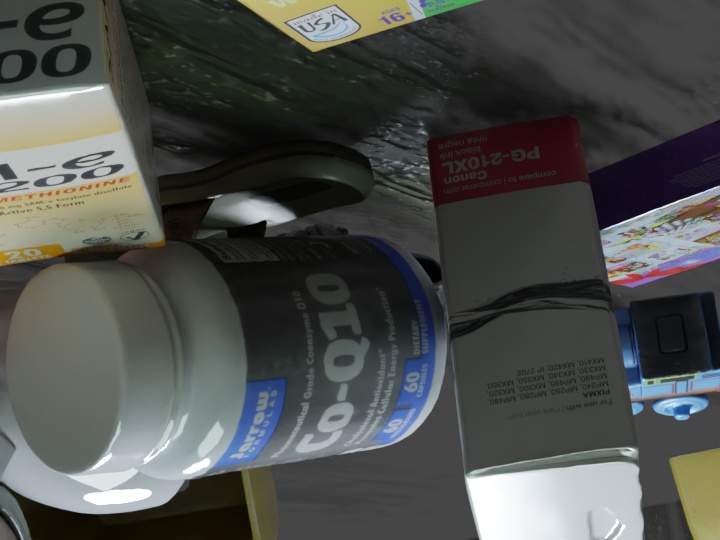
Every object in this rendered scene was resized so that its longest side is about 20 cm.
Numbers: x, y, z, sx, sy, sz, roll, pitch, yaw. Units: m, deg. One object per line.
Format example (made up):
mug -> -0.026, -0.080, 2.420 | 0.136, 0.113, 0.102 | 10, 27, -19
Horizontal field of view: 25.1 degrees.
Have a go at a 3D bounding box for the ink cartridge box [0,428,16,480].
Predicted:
ink cartridge box -> -0.292, 0.125, 0.815 | 0.200, 0.146, 0.084 | -2, 140, 34

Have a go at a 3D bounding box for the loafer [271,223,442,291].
loafer -> 0.000, 0.000, 0.985 | 0.063, 0.072, 0.200 | -32, 167, 11

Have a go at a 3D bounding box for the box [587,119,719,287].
box -> 0.195, -0.039, 0.958 | 0.137, 0.039, 0.200 | 8, 159, -43

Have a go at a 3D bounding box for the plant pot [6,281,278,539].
plant pot -> -0.151, 0.104, 1.056 | 0.199, 0.201, 0.176 | -11, 176, 10

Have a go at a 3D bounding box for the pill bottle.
pill bottle -> -0.062, 0.041, 0.787 | 0.200, 0.114, 0.114 | -4, 167, -45

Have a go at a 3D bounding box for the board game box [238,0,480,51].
board game box -> 0.005, -0.135, 0.500 | 0.153, 0.040, 0.200 | -14, 164, 22

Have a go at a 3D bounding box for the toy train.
toy train -> 0.203, 0.075, 1.315 | 0.199, 0.087, 0.114 | -7, 156, 8

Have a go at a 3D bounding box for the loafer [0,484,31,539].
loafer -> -0.204, 0.198, 0.917 | 0.072, 0.063, 0.200 | -6, 134, 9

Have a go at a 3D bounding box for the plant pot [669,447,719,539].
plant pot -> 0.575, 0.350, 2.292 | 0.194, 0.201, 0.195 | -16, 162, 29

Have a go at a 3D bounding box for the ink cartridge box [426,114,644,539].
ink cartridge box -> 0.091, 0.046, 0.840 | 0.084, 0.200, 0.145 | -9, 145, 6

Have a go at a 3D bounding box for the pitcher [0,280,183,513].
pitcher -> -0.198, 0.070, 0.910 | 0.200, 0.121, 0.172 | 23, 143, -17

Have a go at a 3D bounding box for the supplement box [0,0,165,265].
supplement box -> -0.150, -0.060, 0.637 | 0.126, 0.074, 0.200 | -8, 165, -2

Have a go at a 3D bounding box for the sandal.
sandal -> -0.082, -0.018, 0.858 | 0.201, 0.058, 0.080 | -16, 163, 35
